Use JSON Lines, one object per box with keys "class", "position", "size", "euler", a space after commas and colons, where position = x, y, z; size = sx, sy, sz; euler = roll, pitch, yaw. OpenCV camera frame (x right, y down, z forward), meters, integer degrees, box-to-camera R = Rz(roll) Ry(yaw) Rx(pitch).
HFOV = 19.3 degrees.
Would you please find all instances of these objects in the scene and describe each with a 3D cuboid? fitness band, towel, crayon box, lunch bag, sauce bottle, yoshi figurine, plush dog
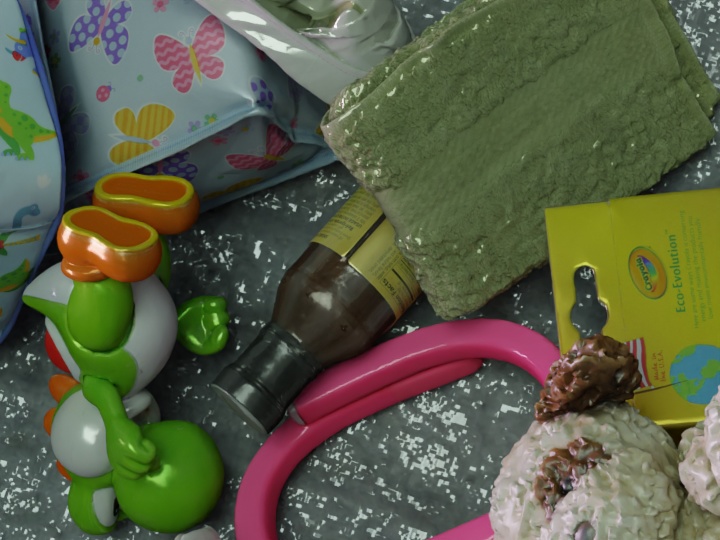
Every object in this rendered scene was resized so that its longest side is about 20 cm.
{"class": "fitness band", "position": [0.026, 0.102, 1.097], "size": [0.200, 0.037, 0.144], "euler": [-25, 47, 9]}
{"class": "towel", "position": [0.087, -0.081, 1.096], "size": [0.200, 0.036, 0.149], "euler": [-38, 112, -13]}
{"class": "crayon box", "position": [0.197, 0.021, 1.064], "size": [0.199, 0.051, 0.127], "euler": [-5, 68, 3]}
{"class": "lunch bag", "position": [-0.131, -0.114, 1.180], "size": [0.200, 0.127, 0.170], "euler": [-19, 71, 24]}
{"class": "sauce bottle", "position": [0.000, 0.000, 1.125], "size": [0.065, 0.065, 0.200], "euler": [39, 77, 21]}
{"class": "lunch bag", "position": [-0.229, -0.056, 1.155], "size": [0.082, 0.200, 0.161], "euler": [-5, 61, -27]}
{"class": "yoshi figurine", "position": [-0.110, 0.058, 1.118], "size": [0.112, 0.201, 0.112], "euler": [-8, 31, -24]}
{"class": "plush dog", "position": [0.142, 0.122, 0.983], "size": [0.171, 0.160, 0.201], "euler": [19, 101, 22]}

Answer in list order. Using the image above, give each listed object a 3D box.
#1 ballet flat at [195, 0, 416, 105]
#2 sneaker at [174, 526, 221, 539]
{"class": "ballet flat", "position": [-0.030, -0.140, 1.081], "size": [0.200, 0.069, 0.070], "euler": [33, 86, -14]}
{"class": "sneaker", "position": [-0.088, 0.195, 1.032], "size": [0.074, 0.200, 0.116], "euler": [-33, 98, 12]}
